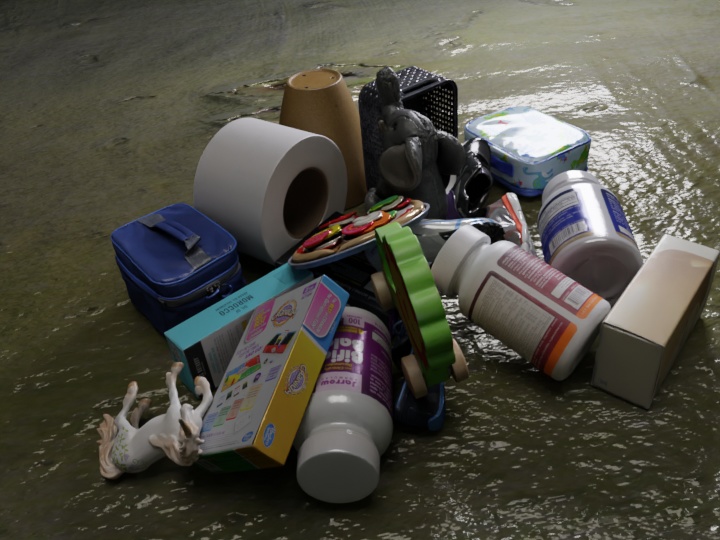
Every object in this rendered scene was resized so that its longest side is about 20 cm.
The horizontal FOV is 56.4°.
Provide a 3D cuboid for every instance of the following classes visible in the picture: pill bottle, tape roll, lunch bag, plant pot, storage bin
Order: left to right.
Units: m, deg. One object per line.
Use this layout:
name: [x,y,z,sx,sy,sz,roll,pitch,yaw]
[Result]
lunch bag: [-0.249,-0.003,0.932,0.135,0.133,0.199,-34,45,-29]
tape roll: [-0.131,-0.117,1.009,0.138,0.204,0.203,21,44,30]
plant pot: [-0.067,-0.234,1.155,0.184,0.202,0.187,-4,36,3]
pill bottle: [-0.020,0.142,0.731,0.111,0.113,0.201,-3,37,3]
storage bin: [0.081,-0.215,1.105,0.134,0.202,0.094,-28,42,-27]
pill bottle: [0.188,0.033,0.813,0.199,0.110,0.109,36,52,24]
lunch bag: [0.283,-0.212,1.173,0.160,0.083,0.200,-24,41,-23]
pill bottle: [0.309,-0.050,0.930,0.118,0.121,0.201,0,38,7]

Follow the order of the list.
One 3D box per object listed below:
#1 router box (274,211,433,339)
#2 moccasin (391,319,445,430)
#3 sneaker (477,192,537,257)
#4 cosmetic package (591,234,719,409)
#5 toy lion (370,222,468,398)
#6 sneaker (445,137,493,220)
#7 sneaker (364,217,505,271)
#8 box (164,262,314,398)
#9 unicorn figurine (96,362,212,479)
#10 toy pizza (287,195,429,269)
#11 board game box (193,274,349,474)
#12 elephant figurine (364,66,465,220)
router box: [0.000,0.000,0.954,0.199,0.051,0.149,24,46,28]
moccasin: [0.068,0.096,0.806,0.067,0.081,0.201,-1,37,7]
sneaker: [0.210,-0.037,0.982,0.081,0.078,0.201,-19,29,15]
cosmetic package: [0.353,0.056,0.800,0.071,0.106,0.200,22,47,32]
toy lion: [0.054,0.025,0.702,0.068,0.193,0.201,-19,49,-2]
sneaker: [0.184,-0.143,1.060,0.075,0.087,0.201,35,57,-17]
sneaker: [0.101,-0.044,0.908,0.198,0.072,0.073,-8,41,-13]
box: [-0.145,0.072,0.865,0.199,0.083,0.049,-31,42,-30]
unicorn figurine: [-0.213,0.168,0.728,0.200,0.074,0.138,-41,34,26]
toy pizza: [-0.006,-0.056,0.870,0.198,0.032,0.200,-22,11,4]
board game box: [-0.100,0.114,0.727,0.152,0.040,0.201,-24,36,49]
elephant figurine: [0.074,-0.158,0.959,0.153,0.201,0.142,13,41,2]
